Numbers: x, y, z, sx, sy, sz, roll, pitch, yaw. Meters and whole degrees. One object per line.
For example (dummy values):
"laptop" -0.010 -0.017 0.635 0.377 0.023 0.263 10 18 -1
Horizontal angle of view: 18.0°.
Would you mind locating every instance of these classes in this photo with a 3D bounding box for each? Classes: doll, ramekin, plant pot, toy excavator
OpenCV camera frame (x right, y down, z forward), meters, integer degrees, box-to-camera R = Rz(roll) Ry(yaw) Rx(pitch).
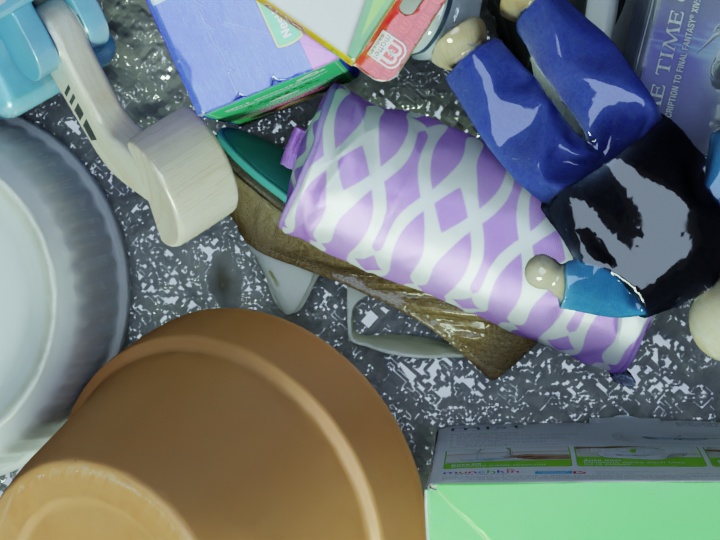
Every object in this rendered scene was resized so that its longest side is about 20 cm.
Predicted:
"doll" 0.123 -0.044 1.044 0.136 0.048 0.201 -35 82 -4
"ramekin" -0.220 0.013 1.145 0.198 0.105 0.202 0 94 3
"plant pot" -0.086 0.132 1.088 0.199 0.140 0.202 9 108 29
"toy excavator" -0.146 -0.107 1.104 0.100 0.194 0.201 -34 104 -23

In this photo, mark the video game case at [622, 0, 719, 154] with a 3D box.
"video game case" 0.219 -0.097 1.110 0.198 0.019 0.144 8 103 -22

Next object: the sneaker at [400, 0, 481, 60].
"sneaker" 0.013 -0.200 1.104 0.070 0.073 0.201 11 59 -37

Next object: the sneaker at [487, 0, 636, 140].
"sneaker" 0.084 -0.125 1.149 0.111 0.073 0.202 16 110 27

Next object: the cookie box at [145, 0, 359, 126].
"cookie box" -0.068 -0.159 1.080 0.075 0.200 0.172 -24 92 4

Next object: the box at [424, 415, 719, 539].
"box" 0.132 0.129 1.097 0.198 0.176 0.098 -1 94 3

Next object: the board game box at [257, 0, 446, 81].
"board game box" -0.044 -0.173 0.968 0.199 0.030 0.096 34 90 -4

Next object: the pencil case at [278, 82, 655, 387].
"pencil case" 0.058 -0.021 1.097 0.199 0.086 0.084 24 103 -5

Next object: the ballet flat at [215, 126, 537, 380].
"ballet flat" 0.000 0.000 1.162 0.199 0.068 0.073 25 113 -2
